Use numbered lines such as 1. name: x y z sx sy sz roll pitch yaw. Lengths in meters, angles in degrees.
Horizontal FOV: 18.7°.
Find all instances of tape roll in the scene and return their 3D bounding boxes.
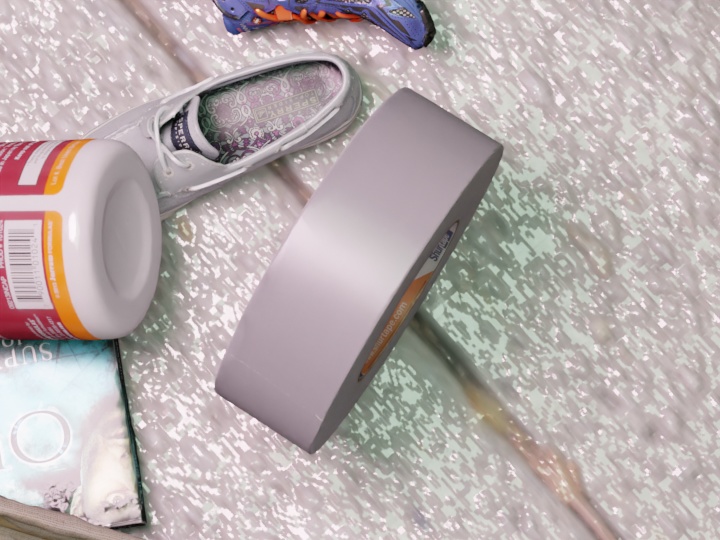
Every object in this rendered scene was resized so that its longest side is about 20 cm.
1. tape roll: 0.000 0.000 1.204 0.066 0.200 0.201 33 83 6

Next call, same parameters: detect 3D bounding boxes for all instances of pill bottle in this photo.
1. pill bottle: -0.223 -0.017 1.242 0.199 0.113 0.113 0 80 18

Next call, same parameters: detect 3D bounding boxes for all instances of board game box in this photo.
1. board game box: -0.233 0.101 1.278 0.199 0.028 0.136 -11 81 0

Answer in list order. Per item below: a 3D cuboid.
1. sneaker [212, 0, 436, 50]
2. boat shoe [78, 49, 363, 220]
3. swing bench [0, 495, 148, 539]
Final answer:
1. sneaker: -0.048 -0.171 1.305 0.200 0.075 0.079 24 91 13
2. boat shoe: -0.095 -0.082 1.283 0.200 0.072 0.070 -23 82 -1
3. swing bench: -0.171 0.230 1.171 0.199 0.130 0.201 21 73 -22
